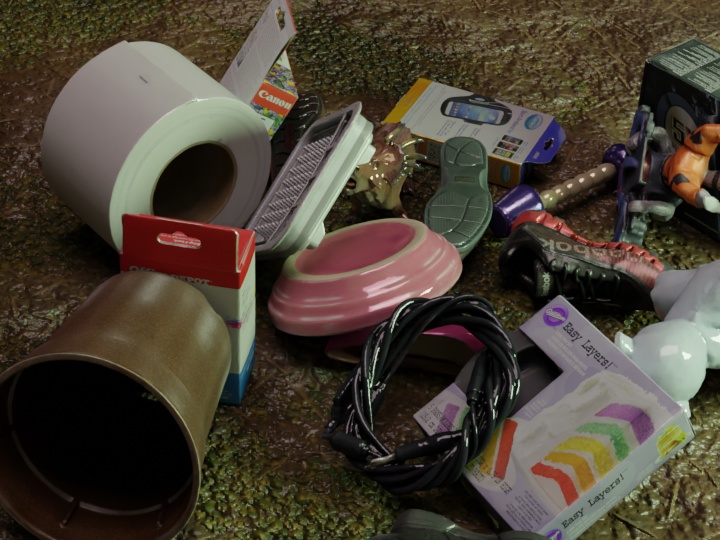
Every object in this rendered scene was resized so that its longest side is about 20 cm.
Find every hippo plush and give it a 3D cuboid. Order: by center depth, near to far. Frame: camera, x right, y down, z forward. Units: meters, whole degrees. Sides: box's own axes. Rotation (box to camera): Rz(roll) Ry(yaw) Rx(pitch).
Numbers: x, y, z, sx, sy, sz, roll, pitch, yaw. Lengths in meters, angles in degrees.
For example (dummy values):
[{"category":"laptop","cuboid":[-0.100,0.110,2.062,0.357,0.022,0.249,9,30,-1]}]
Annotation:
[{"category":"hippo plush","cuboid":[0.323,0.081,1.647,0.159,0.200,0.161,44,67,2]}]

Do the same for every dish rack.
[{"category":"dish rack","cuboid":[-0.052,-0.080,1.766,0.043,0.200,0.173,33,79,-14]}]

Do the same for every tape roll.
[{"category":"tape roll","cuboid":[-0.210,-0.117,1.818,0.201,0.204,0.139,-24,45,-31]}]

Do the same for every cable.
[{"category":"cable","cuboid":[0.064,0.104,1.584,0.162,0.051,0.200,24,68,40]}]

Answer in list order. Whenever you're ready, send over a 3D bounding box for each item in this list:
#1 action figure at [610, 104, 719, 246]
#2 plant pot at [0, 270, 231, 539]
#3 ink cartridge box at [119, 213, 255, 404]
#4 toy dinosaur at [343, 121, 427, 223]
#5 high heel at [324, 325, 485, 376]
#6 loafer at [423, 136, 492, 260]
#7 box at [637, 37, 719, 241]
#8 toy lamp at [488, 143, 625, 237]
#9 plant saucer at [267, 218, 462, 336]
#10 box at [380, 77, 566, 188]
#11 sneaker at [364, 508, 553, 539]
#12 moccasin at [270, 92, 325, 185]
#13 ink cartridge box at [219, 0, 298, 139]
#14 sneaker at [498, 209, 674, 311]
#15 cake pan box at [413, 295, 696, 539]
[{"category":"action figure","cuboid":[0.332,-0.074,1.858,0.104,0.202,0.193,20,-13,-24]},{"category":"plant pot","cuboid":[-0.208,0.109,1.536,0.198,0.202,0.199,9,30,8]},{"category":"ink cartridge box","cuboid":[-0.159,0.021,1.637,0.115,0.202,0.067,9,36,7]},{"category":"toy dinosaur","cuboid":[0.029,-0.118,1.891,0.085,0.137,0.201,4,36,1]},{"category":"high heel","cuboid":[0.065,0.088,1.688,0.199,0.068,0.096,19,45,32]},{"category":"loafer","cuboid":[0.107,-0.064,1.894,0.071,0.063,0.201,7,40,5]},{"category":"box","cuboid":[0.398,-0.132,1.914,0.086,0.165,0.200,-25,46,-34]},{"category":"toy lamp","cuboid":[0.221,-0.085,1.930,0.199,0.059,0.058,-22,44,-34]},{"category":"plant saucer","cuboid":[0.000,0.000,1.741,0.198,0.051,0.201,-15,19,5]},{"category":"box","cuboid":[0.134,-0.156,2.032,0.198,0.042,0.119,20,40,17]},{"category":"sneaker","cuboid":[0.074,0.258,1.462,0.198,0.061,0.104,12,36,19]},{"category":"moccasin","cuboid":[-0.063,-0.125,1.953,0.073,0.078,0.202,-14,41,3]},{"category":"ink cartridge box","cuboid":[-0.111,-0.201,1.941,0.050,0.201,0.109,22,29,-26]},{"category":"sneaker","cuboid":[0.227,0.005,1.796,0.199,0.071,0.098,22,40,26]},{"category":"cake pan box","cuboid":[0.168,0.137,1.570,0.184,0.052,0.200,-37,45,-6]}]
